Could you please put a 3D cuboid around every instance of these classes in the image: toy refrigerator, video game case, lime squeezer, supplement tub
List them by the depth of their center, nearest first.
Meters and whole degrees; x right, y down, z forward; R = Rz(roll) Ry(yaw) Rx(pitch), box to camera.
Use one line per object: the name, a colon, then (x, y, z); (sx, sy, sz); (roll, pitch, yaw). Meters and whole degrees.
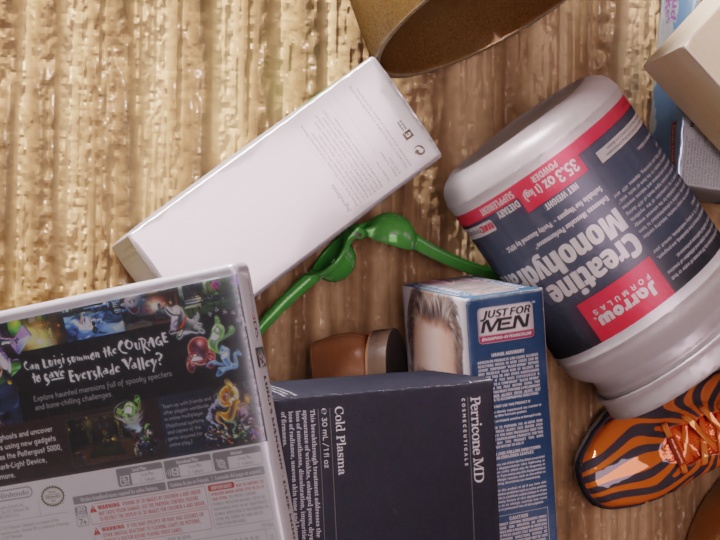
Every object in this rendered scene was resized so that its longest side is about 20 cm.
video game case: (-0.139, 0.102, 1.129); (0.199, 0.023, 0.183); (-11, 89, 22)
supplement tub: (0.163, -0.016, 1.310); (0.140, 0.140, 0.200); (-37, 95, -13)
toy refrigerator: (0.290, -0.096, 1.315); (0.200, 0.070, 0.076); (46, 73, -8)
lime squeezer: (0.000, 0.000, 1.331); (0.199, 0.038, 0.071); (-16, 122, -15)

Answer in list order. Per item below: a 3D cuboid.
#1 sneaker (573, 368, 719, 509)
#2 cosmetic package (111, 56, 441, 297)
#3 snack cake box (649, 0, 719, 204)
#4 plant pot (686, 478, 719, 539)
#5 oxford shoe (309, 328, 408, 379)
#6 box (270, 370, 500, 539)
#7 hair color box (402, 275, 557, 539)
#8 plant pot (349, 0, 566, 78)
sneaker: (0.245, 0.103, 1.337); (0.199, 0.112, 0.078); (-27, 93, -13)
cosmetic package: (-0.056, -0.044, 1.277); (0.200, 0.108, 0.085); (-36, 95, -14)
snack cake box: (0.271, -0.148, 1.381); (0.114, 0.067, 0.201); (7, 85, -12)
plant pot: (0.344, 0.216, 1.317); (0.199, 0.183, 0.202); (1, 86, -13)
oxford shoe: (-0.003, 0.140, 1.311); (0.071, 0.071, 0.201); (-3, 90, 17)
box: (-0.015, 0.168, 1.200); (0.181, 0.104, 0.201); (-2, 91, -22)
hair color box: (0.079, 0.109, 1.285); (0.060, 0.100, 0.201); (-7, 97, -24)
plant pot: (0.048, -0.262, 1.291); (0.186, 0.186, 0.201); (-24, 79, -14)
